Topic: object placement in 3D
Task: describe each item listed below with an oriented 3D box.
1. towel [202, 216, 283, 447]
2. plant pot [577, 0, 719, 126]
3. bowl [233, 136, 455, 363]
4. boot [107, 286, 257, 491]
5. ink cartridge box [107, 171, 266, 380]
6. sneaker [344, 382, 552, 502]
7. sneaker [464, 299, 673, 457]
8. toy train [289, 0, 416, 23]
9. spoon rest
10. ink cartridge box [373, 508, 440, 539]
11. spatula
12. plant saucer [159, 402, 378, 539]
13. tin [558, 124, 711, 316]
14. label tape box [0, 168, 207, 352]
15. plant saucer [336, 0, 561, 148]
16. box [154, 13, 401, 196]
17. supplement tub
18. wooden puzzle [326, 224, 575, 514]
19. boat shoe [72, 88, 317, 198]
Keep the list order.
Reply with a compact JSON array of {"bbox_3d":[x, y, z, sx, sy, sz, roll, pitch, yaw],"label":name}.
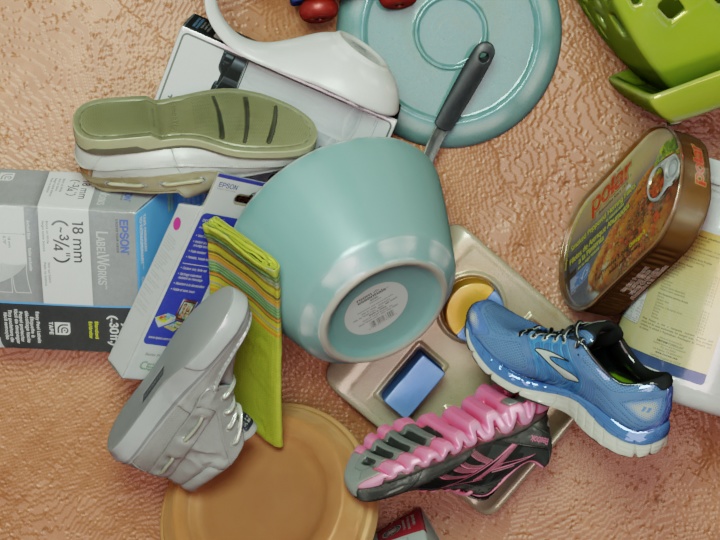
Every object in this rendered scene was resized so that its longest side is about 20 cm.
[{"bbox_3d":[-0.096,0.055,1.382,0.018,0.086,0.201,-29,138,-32],"label":"towel"},{"bbox_3d":[0.280,-0.233,1.366,0.198,0.199,0.183,-19,102,1],"label":"plant pot"},{"bbox_3d":[0.000,0.000,1.375,0.200,0.201,0.105,-35,52,3],"label":"bowl"},{"bbox_3d":[-0.122,0.102,1.379,0.095,0.074,0.200,28,124,-20],"label":"boot"},{"bbox_3d":[-0.132,0.005,1.404,0.094,0.037,0.201,10,117,-44],"label":"ink cartridge box"},{"bbox_3d":[0.082,0.163,1.413,0.198,0.079,0.096,-20,117,-18],"label":"sneaker"},{"bbox_3d":[0.176,0.068,1.378,0.199,0.078,0.090,28,122,25],"label":"sneaker"},{"bbox_3d":[-0.049,-0.258,1.380,0.198,0.116,0.086,-8,83,9],"label":"toy train"},{"bbox_3d":[-0.051,-0.184,1.376,0.199,0.100,0.061,33,107,-19],"label":"spoon rest"},{"bbox_3d":[0.006,0.332,1.446,0.199,0.145,0.145,-30,98,3],"label":"ink cartridge box"},{"bbox_3d":[0.064,-0.108,1.437,0.056,0.021,0.201,20,106,-21],"label":"spatula"},{"bbox_3d":[-0.083,0.203,1.427,0.198,0.038,0.202,-9,59,15],"label":"plant saucer"},{"bbox_3d":[0.228,-0.039,1.393,0.041,0.200,0.113,10,58,-20],"label":"tin"},{"bbox_3d":[-0.218,-0.006,1.420,0.198,0.064,0.145,2,122,0],"label":"label tape box"},{"bbox_3d":[0.078,-0.207,1.447,0.198,0.027,0.202,0,97,-2],"label":"plant saucer"},{"bbox_3d":[-0.078,-0.124,1.425,0.199,0.060,0.117,24,109,-3],"label":"box"},{"bbox_3d":[0.305,0.013,1.416,0.143,0.144,0.202,17,96,-3],"label":"supplement tub"},{"bbox_3d":[0.098,0.090,1.470,0.200,0.046,0.186,40,95,-5],"label":"wooden puzzle"},{"bbox_3d":[-0.136,-0.101,1.374,0.198,0.075,0.069,2,137,-3],"label":"boat shoe"}]
